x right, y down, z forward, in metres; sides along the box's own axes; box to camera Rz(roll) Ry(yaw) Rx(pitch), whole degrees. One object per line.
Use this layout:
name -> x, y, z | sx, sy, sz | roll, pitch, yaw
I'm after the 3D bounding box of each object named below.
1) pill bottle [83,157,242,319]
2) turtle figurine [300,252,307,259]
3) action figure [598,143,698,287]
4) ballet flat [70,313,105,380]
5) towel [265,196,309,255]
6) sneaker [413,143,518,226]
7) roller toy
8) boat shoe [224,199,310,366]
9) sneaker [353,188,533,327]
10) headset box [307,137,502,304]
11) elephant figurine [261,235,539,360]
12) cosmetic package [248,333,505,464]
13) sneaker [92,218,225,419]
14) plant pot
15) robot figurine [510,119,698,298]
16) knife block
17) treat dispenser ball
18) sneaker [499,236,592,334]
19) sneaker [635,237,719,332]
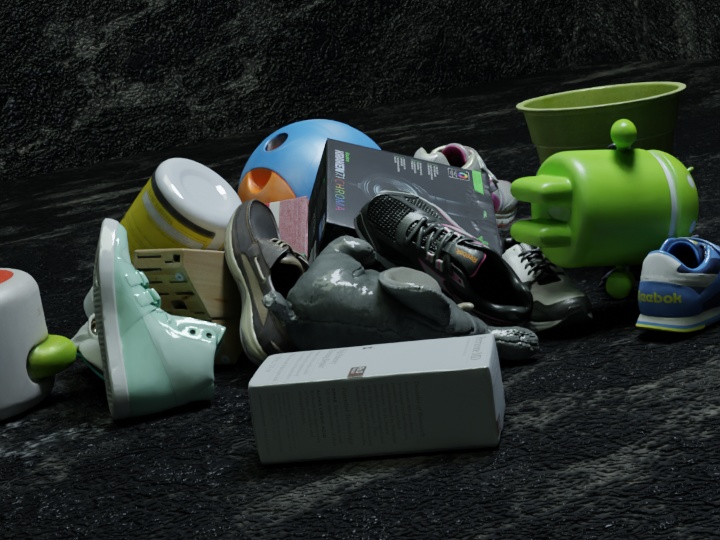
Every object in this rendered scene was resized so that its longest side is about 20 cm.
pill bottle -> -0.222, -0.017, 1.732 | 0.200, 0.112, 0.112 | -51, -8, 25
turtle figurine -> 0.000, 0.000, 1.740 | 0.149, 0.101, 0.200 | 22, 24, 19
action figure -> 0.299, -0.044, 1.709 | 0.118, 0.201, 0.102 | -29, -33, 16
ballet flat -> -0.252, 0.075, 1.602 | 0.069, 0.070, 0.200 | -12, 11, -19
towel -> -0.148, -0.003, 1.799 | 0.198, 0.145, 0.023 | -9, -28, 19
sneaker -> 0.123, -0.101, 1.820 | 0.081, 0.089, 0.199 | 16, 12, 34
roller toy -> -0.405, 0.072, 1.569 | 0.199, 0.141, 0.182 | -18, 15, -40
boat shoe -> -0.082, 0.008, 1.579 | 0.073, 0.201, 0.074 | -34, -38, 28
sneaker -> 0.090, -0.016, 1.516 | 0.199, 0.081, 0.086 | 31, -11, -5
headset box -> 0.049, -0.038, 1.648 | 0.198, 0.093, 0.175 | 13, 33, -8
elephant figurine -> 0.041, 0.049, 1.447 | 0.199, 0.142, 0.155 | 17, 52, 28
cosmetic package -> 0.016, 0.105, 1.297 | 0.198, 0.075, 0.102 | -7, 12, 9
sneaker -> -0.193, 0.042, 1.514 | 0.117, 0.202, 0.074 | -5, -23, -16
plant pot -> 0.292, -0.113, 1.864 | 0.198, 0.192, 0.200 | -7, 12, 1
robot figurine -> 0.251, -0.063, 1.582 | 0.198, 0.177, 0.116 | -3, 6, -22
knife block -> -0.142, 0.005, 1.653 | 0.063, 0.201, 0.176 | -2, 42, 28
treat dispenser ball -> -0.051, -0.082, 1.912 | 0.199, 0.203, 0.201 | -8, 12, 2
sneaker -> 0.177, 0.012, 1.618 | 0.073, 0.081, 0.200 | -9, 13, -16
sneaker -> 0.339, 0.003, 1.544 | 0.074, 0.083, 0.199 | 0, 12, 40
